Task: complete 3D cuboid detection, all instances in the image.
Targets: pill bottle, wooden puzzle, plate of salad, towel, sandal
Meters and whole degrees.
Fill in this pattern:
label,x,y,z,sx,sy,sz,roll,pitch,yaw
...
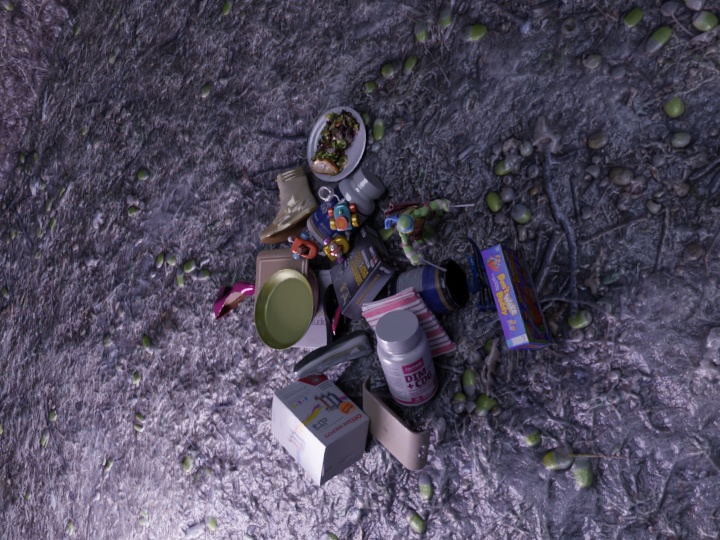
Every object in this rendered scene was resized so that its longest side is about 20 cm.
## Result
label,x,y,z,sx,sy,sz,roll,pitch,yaw
pill bottle,0.098,0.189,1.395,0.112,0.202,0.114,-11,39,9
wooden puzzle,-0.203,0.042,1.668,0.183,0.037,0.203,-2,78,37
pill bottle,-0.034,-0.156,1.602,0.200,0.110,0.112,-46,61,22
plate of salad,-0.072,-0.336,1.694,0.198,0.048,0.204,-6,80,36
towel,0.110,0.127,1.435,0.145,0.201,0.030,-20,33,32
pill bottle,0.133,0.052,1.453,0.198,0.111,0.114,-18,74,33
sandal,-0.054,0.134,1.605,0.045,0.075,0.204,-3,90,38

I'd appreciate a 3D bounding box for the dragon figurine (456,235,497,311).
label,x,y,z,sx,sy,sz,roll,pitch,yaw
dragon figurine,0.253,0.011,1.345,0.058,0.201,0.101,-11,53,17

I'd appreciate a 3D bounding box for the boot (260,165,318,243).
label,x,y,z,sx,sy,sz,roll,pitch,yaw
boot,-0.207,-0.177,1.755,0.199,0.072,0.157,-31,67,27

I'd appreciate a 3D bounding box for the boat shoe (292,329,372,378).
label,x,y,z,sx,sy,sz,roll,pitch,yaw
boat shoe,-0.066,0.212,1.550,0.066,0.200,0.074,66,167,-11

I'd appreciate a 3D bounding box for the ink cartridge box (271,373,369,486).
label,x,y,z,sx,sy,sz,roll,pitch,yaw
ink cartridge box,-0.097,0.370,1.530,0.199,0.144,0.146,37,134,33

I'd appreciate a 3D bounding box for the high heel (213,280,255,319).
label,x,y,z,sx,sy,sz,roll,pitch,yaw
high heel,-0.349,0.087,1.826,0.199,0.067,0.098,-14,65,49

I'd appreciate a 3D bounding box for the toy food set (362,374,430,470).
label,x,y,z,sx,sy,sz,roll,pitch,yaw
toy food set,0.078,0.344,1.461,0.199,0.060,0.145,37,144,32

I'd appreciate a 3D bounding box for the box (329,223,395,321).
label,x,y,z,sx,sy,sz,roll,pitch,yaw
box,0.000,0.000,1.538,0.159,0.048,0.201,-53,26,18

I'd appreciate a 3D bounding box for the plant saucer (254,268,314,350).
label,x,y,z,sx,sy,sz,roll,pitch,yaw
plant saucer,-0.184,0.098,1.598,0.198,0.031,0.203,-10,73,35

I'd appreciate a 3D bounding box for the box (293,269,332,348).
label,x,y,z,sx,sy,sz,roll,pitch,yaw
box,-0.125,0.101,1.681,0.143,0.036,0.203,-3,81,36

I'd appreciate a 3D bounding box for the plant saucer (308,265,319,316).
label,x,y,z,sx,sy,sz,roll,pitch,yaw
plant saucer,-0.175,0.070,1.682,0.198,0.034,0.204,-6,80,37

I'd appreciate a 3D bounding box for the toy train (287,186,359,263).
label,x,y,z,sx,sy,sz,roll,pitch,yaw
toy train,-0.088,-0.091,1.547,0.149,0.056,0.202,28,114,-2

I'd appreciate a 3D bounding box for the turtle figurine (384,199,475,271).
label,x,y,z,sx,sy,sz,roll,pitch,yaw
turtle figurine,0.156,-0.084,1.418,0.197,0.194,0.146,2,100,12

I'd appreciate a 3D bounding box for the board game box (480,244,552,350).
label,x,y,z,sx,sy,sz,roll,pitch,yaw
board game box,0.317,0.057,1.304,0.044,0.134,0.203,-23,71,31
